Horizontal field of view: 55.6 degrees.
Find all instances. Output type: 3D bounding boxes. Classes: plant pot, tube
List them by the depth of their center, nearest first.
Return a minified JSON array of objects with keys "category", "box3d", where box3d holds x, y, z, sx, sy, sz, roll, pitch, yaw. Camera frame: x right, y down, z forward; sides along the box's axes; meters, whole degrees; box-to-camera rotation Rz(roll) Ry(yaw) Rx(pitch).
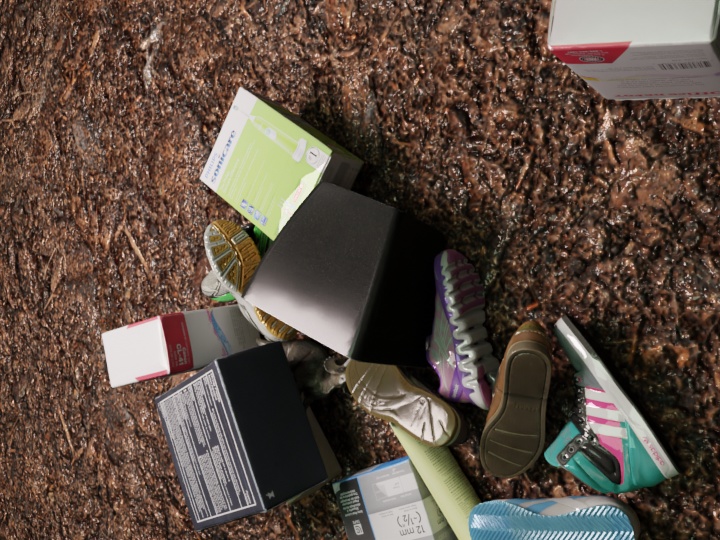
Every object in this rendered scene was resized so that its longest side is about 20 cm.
[{"category":"tube","box3d":[0.111,0.272,0.881,0.051,0.058,0.202,-31,75,-5]},{"category":"plant pot","box3d":[0.000,0.000,0.886,0.197,0.198,0.181,25,95,32]}]

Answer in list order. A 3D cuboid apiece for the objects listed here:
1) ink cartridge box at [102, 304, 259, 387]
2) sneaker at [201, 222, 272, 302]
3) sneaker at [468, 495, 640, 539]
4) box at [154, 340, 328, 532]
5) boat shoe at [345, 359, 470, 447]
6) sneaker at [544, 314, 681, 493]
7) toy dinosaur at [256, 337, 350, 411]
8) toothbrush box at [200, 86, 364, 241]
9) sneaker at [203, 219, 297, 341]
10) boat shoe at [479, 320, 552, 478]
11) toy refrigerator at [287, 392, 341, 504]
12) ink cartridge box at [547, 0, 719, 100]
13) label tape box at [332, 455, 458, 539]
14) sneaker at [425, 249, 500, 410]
[{"category":"ink cartridge box","box3d":[-0.272,0.114,1.060,0.145,0.198,0.088,-18,82,34]},{"category":"sneaker","box3d":[-0.190,-0.025,1.070,0.199,0.084,0.079,-40,48,28]},{"category":"sneaker","box3d":[0.220,0.300,0.787,0.196,0.080,0.079,-10,77,32]},{"category":"box","box3d":[-0.170,0.234,0.958,0.197,0.122,0.204,-31,77,44]},{"category":"boat shoe","box3d":[0.057,0.168,0.873,0.199,0.066,0.073,26,83,46]},{"category":"sneaker","box3d":[0.250,0.163,0.770,0.120,0.083,0.203,-38,71,20]},{"category":"toy dinosaur","box3d":[-0.079,0.147,1.013,0.102,0.078,0.198,-42,43,-20]},{"category":"toothbrush box","box3d":[-0.114,-0.141,0.959,0.199,0.085,0.148,36,107,28]},{"category":"sneaker","box3d":[-0.168,0.024,0.997,0.202,0.075,0.087,57,153,0]},{"category":"boat shoe","box3d":[0.188,0.153,0.798,0.070,0.068,0.204,15,122,8]},{"category":"toy refrigerator","box3d":[-0.116,0.239,1.040,0.076,0.069,0.203,-41,68,29]},{"category":"ink cartridge box","box3d":[0.284,-0.229,0.660,0.145,0.198,0.088,8,95,34]},{"category":"label tape box","box3d":[0.058,0.363,0.920,0.141,0.065,0.205,-26,74,33]},{"category":"sneaker","box3d":[0.116,0.078,0.868,0.087,0.079,0.206,-17,82,42]}]
